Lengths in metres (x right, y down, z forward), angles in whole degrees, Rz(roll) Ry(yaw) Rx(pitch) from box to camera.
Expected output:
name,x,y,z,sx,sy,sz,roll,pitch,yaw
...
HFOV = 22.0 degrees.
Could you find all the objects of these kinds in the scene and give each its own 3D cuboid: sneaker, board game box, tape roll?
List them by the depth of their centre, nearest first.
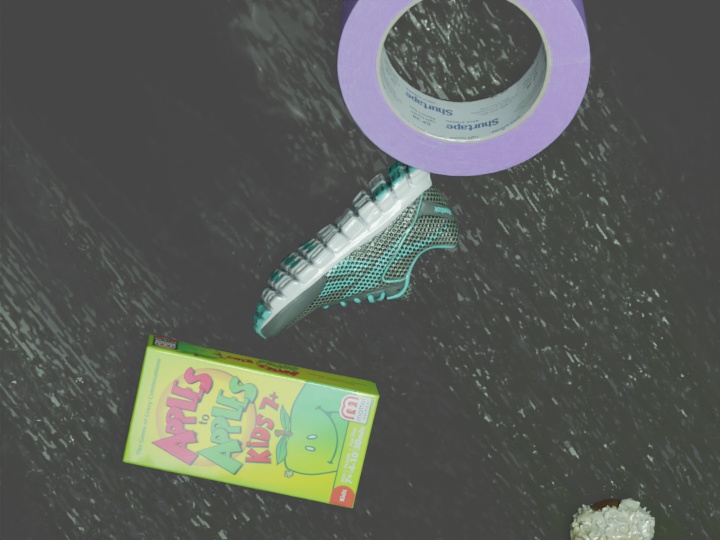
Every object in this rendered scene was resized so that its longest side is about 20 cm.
name,x,y,z,sx,sy,sz,roll,pitch,yaw
tape roll,0.082,-0.177,1.471,0.198,0.066,0.201,1,125,1
sneaker,0.000,0.000,1.535,0.200,0.078,0.091,-40,105,6
board game box,-0.093,0.128,1.564,0.199,0.048,0.102,12,100,-7

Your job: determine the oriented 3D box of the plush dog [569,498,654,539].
name,x,y,z,sx,sy,sz,roll,pitch,yaw
plush dog,0.183,0.305,1.555,0.199,0.172,0.161,-22,102,-1
